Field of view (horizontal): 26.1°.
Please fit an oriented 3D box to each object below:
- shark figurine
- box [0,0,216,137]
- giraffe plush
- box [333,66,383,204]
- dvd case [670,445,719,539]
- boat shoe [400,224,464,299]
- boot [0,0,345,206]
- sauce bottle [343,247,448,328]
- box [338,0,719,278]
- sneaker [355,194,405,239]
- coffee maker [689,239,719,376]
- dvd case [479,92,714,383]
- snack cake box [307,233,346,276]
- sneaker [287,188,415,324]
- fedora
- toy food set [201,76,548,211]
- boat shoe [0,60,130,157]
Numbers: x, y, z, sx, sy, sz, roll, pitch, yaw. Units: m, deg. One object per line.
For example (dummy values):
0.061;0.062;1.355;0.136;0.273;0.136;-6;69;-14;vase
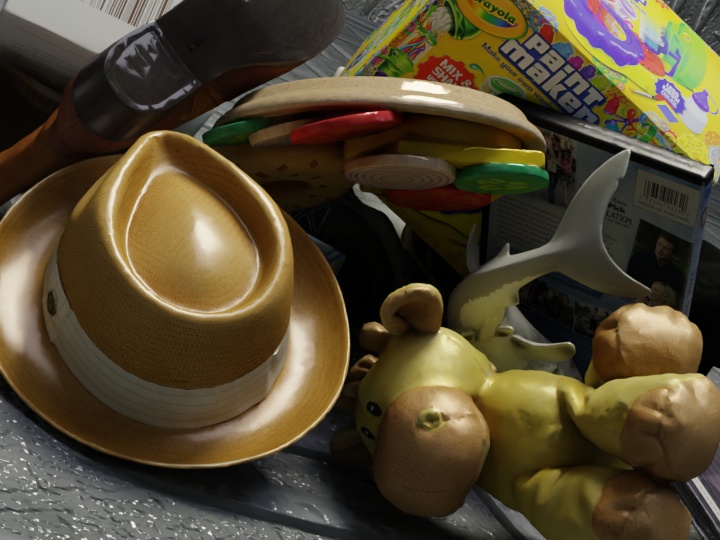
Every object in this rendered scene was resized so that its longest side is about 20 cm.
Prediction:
0.080;0.005;0.874;0.128;0.090;0.215;1;-26;-3;shark figurine
-0.176;-0.160;1.092;0.152;0.107;0.200;24;-18;-15;box
0.072;0.081;0.800;0.162;0.173;0.200;16;9;-8;giraffe plush
0.072;-0.057;1.322;0.200;0.131;0.199;38;17;35;box
0.266;0.174;0.987;0.200;0.016;0.149;7;47;-57;dvd case
0.111;0.030;1.115;0.201;0.072;0.066;46;-11;-2;boat shoe
-0.121;-0.098;0.905;0.069;0.200;0.188;53;53;-8;boot
0.000;0.000;1.119;0.200;0.066;0.066;34;15;23;sauce bottle
0.108;-0.107;1.015;0.200;0.193;0.122;41;42;-10;box
-0.019;-0.031;1.205;0.079;0.074;0.200;-2;25;-46;sneaker
0.239;0.021;1.234;0.200;0.192;0.135;1;56;-56;coffee maker
0.139;-0.005;0.967;0.142;0.200;0.018;24;46;25;dvd case
-0.092;0.005;0.917;0.115;0.067;0.200;30;14;6;snack cake box
-0.023;-0.018;1.056;0.200;0.082;0.073;54;-14;43;sneaker
-0.089;-0.002;0.755;0.200;0.082;0.201;10;47;-11;fedora
0.007;-0.066;0.887;0.200;0.049;0.198;5;-9;-11;toy food set
-0.228;-0.096;1.040;0.200;0.074;0.066;27;-3;-5;boat shoe
